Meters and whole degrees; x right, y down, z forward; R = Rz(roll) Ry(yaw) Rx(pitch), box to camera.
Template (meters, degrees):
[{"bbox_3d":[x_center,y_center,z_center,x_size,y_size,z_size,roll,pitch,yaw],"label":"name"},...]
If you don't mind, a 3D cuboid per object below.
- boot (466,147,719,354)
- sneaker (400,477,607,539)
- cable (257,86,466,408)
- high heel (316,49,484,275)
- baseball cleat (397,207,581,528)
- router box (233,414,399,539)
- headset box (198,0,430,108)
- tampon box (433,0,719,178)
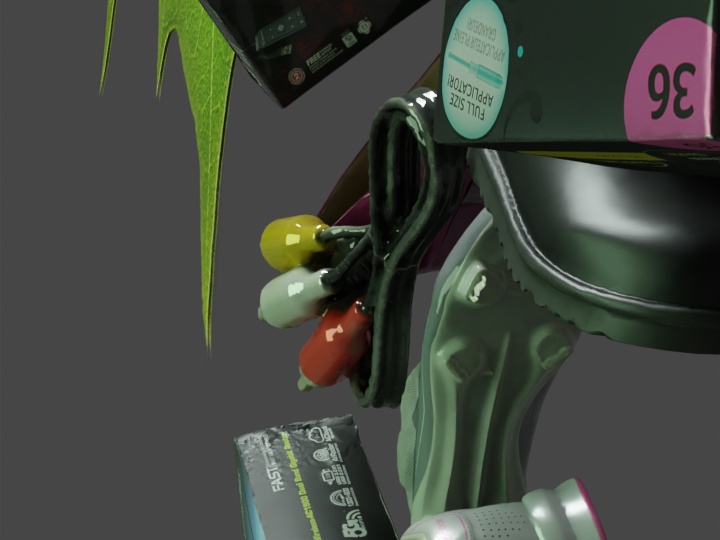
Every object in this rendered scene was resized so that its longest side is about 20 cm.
[{"bbox_3d":[0.090,-0.078,0.842,0.211,0.079,0.158,-123,37,-57],"label":"boot"},{"bbox_3d":[0.036,0.170,1.010,0.081,0.088,0.201,-113,31,-58],"label":"sneaker"},{"bbox_3d":[0.000,0.000,0.994,0.200,0.050,0.097,126,127,-68],"label":"cable"},{"bbox_3d":[0.036,-0.092,1.065,0.067,0.096,0.201,-139,55,-71],"label":"high heel"},{"bbox_3d":[0.046,0.041,1.046,0.107,0.070,0.201,-115,34,-59],"label":"baseball cleat"},{"bbox_3d":[-0.012,0.192,1.141,0.150,0.062,0.201,-112,16,-59],"label":"router box"},{"bbox_3d":[-0.038,-0.200,1.095,0.200,0.149,0.077,55,177,-23],"label":"headset box"},{"bbox_3d":[0.115,-0.129,0.701,0.150,0.126,0.201,3,89,63],"label":"tampon box"}]
